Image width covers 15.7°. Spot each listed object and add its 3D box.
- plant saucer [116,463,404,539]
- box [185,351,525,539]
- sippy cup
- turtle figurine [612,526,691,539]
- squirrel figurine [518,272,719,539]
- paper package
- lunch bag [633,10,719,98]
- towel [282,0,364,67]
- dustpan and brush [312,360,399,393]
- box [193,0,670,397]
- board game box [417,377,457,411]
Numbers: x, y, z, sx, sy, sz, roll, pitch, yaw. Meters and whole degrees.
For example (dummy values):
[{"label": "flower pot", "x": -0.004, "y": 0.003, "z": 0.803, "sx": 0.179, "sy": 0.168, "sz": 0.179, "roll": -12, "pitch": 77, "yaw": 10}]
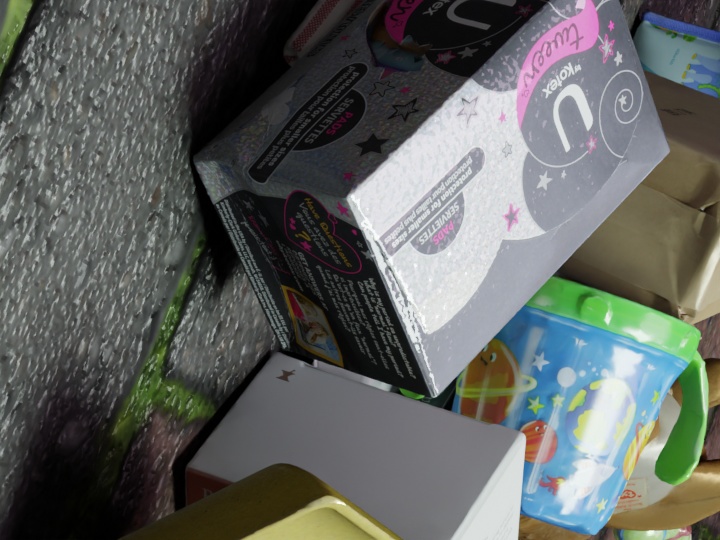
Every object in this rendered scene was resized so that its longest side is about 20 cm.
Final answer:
[{"label": "plant saucer", "x": -0.060, "y": 0.162, "z": 1.241, "sx": 0.200, "sy": 0.200, "sz": 0.048, "roll": 42, "pitch": 25, "yaw": -54}, {"label": "box", "x": -0.005, "y": 0.168, "z": 1.404, "sx": 0.106, "sy": 0.152, "sz": 0.200, "roll": -52, "pitch": 152, "yaw": -45}, {"label": "sippy cup", "x": 0.109, "y": 0.075, "z": 1.467, "sx": 0.140, "sy": 0.178, "sz": 0.130, "roll": 45, "pitch": 62, "yaw": -84}, {"label": "turtle figurine", "x": 0.182, "y": 0.160, "z": 1.934, "sx": 0.194, "sy": 0.144, "sz": 0.200, "roll": -71, "pitch": 177, "yaw": -50}, {"label": "squirrel figurine", "x": 0.154, "y": 0.087, "z": 1.779, "sx": 0.141, "sy": 0.200, "sz": 0.187, "roll": 31, "pitch": 35, "yaw": -34}, {"label": "paper package", "x": 0.163, "y": -0.057, "z": 1.581, "sx": 0.200, "sy": 0.191, "sz": 0.104, "roll": -16, "pitch": 127, "yaw": -63}, {"label": "lunch bag", "x": 0.264, "y": -0.068, "z": 1.818, "sx": 0.170, "sy": 0.200, "sz": 0.127, "roll": -67, "pitch": 160, "yaw": -9}, {"label": "towel", "x": 0.025, "y": -0.085, "z": 1.382, "sx": 0.146, "sy": 0.030, "sz": 0.200, "roll": -56, "pitch": 136, "yaw": -38}, {"label": "dustpan and brush", "x": 0.000, "y": 0.000, "z": 1.431, "sx": 0.200, "sy": 0.057, "sz": 0.140, "roll": 96, "pitch": 16, "yaw": -48}, {"label": "box", "x": 0.040, "y": -0.059, "z": 1.278, "sx": 0.200, "sy": 0.115, "sz": 0.132, "roll": -45, "pitch": 130, "yaw": -28}, {"label": "board game box", "x": 0.064, "y": 0.105, "z": 1.555, "sx": 0.200, "sy": 0.028, "sz": 0.135, "roll": -56, "pitch": 145, "yaw": -45}]
